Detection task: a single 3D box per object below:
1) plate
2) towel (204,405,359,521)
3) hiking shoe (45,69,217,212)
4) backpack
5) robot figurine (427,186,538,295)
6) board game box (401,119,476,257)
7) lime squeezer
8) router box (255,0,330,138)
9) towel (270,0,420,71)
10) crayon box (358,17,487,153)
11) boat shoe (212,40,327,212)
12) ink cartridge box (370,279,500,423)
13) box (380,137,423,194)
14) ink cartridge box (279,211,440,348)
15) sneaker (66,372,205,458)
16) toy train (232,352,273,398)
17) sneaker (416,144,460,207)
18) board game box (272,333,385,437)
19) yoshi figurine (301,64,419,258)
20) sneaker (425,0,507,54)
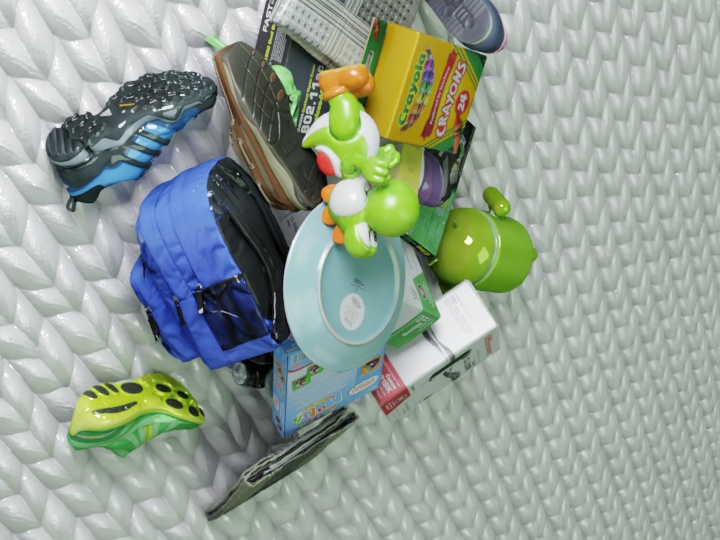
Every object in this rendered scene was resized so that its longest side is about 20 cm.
[{"bbox_3d":[-0.008,0.015,1.344,0.199,0.025,0.203,-6,99,-47],"label":"plate"},{"bbox_3d":[-0.107,0.253,1.575,0.191,0.035,0.200,-28,169,-33],"label":"towel"},{"bbox_3d":[-0.238,-0.145,1.262,0.199,0.074,0.087,-29,139,-22],"label":"hiking shoe"},{"bbox_3d":[-0.170,-0.010,1.314,0.166,0.163,0.202,-19,111,11],"label":"backpack"},{"bbox_3d":[0.176,-0.029,1.747,0.199,0.116,0.177,8,116,-49],"label":"robot figurine"},{"bbox_3d":[0.095,-0.131,1.617,0.105,0.023,0.202,36,66,-44],"label":"board game box"},{"bbox_3d":[-0.097,-0.182,1.331,0.070,0.038,0.202,-26,109,3],"label":"lime squeezer"},{"bbox_3d":[-0.052,-0.254,1.406,0.149,0.062,0.202,-2,112,-46],"label":"router box"},{"bbox_3d":[-0.002,-0.323,1.344,0.199,0.034,0.194,27,87,-49],"label":"towel"},{"bbox_3d":[0.066,-0.213,1.398,0.199,0.050,0.128,1,110,-56],"label":"crayon box"},{"bbox_3d":[-0.112,-0.147,1.300,0.076,0.073,0.202,-48,118,-47],"label":"boat shoe"},{"bbox_3d":[0.096,0.116,1.679,0.199,0.084,0.144,-35,162,-3],"label":"ink cartridge box"},{"bbox_3d":[0.038,-0.157,1.498,0.050,0.075,0.203,23,69,-52],"label":"box"},{"bbox_3d":[0.000,0.000,1.530,0.083,0.148,0.199,-35,148,22],"label":"ink cartridge box"},{"bbox_3d":[-0.269,0.173,1.412,0.199,0.074,0.084,4,132,-52],"label":"sneaker"},{"bbox_3d":[-0.085,0.099,1.557,0.199,0.085,0.116,-4,105,-47],"label":"toy train"},{"bbox_3d":[0.092,-0.182,1.563,0.087,0.075,0.203,17,78,-38],"label":"sneaker"},{"bbox_3d":[-0.037,0.115,1.476,0.150,0.037,0.201,-26,149,-22],"label":"board game box"},{"bbox_3d":[0.014,-0.117,1.280,0.111,0.112,0.203,-7,88,-33],"label":"yoshi figurine"},{"bbox_3d":[0.115,-0.341,1.459,0.070,0.202,0.082,-36,152,22],"label":"sneaker"}]
